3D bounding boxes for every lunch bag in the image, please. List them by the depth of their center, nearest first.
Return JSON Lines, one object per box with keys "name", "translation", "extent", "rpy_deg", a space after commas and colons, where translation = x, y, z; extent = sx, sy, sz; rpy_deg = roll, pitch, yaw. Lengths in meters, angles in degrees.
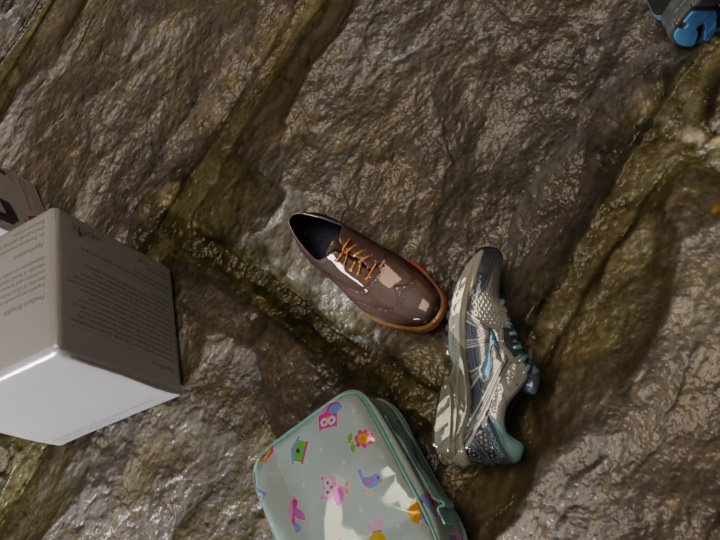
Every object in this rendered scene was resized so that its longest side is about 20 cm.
{"name": "lunch bag", "translation": [0.002, 0.220, 0.804], "extent": [0.160, 0.077, 0.201], "rpy_deg": [-38, 57, 12]}

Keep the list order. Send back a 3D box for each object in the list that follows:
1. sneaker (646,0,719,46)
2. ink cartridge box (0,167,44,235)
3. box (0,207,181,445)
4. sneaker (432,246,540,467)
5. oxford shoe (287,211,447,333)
{"name": "sneaker", "translation": [0.341, -0.299, 0.787], "extent": [0.200, 0.073, 0.082], "rpy_deg": [-41, 51, 24]}
{"name": "ink cartridge box", "translation": [-0.506, -0.079, 1.142], "extent": [0.084, 0.200, 0.145], "rpy_deg": [-40, 57, 11]}
{"name": "box", "translation": [-0.339, 0.072, 0.988], "extent": [0.198, 0.200, 0.172], "rpy_deg": [-23, 60, 21]}
{"name": "sneaker", "translation": [0.123, 0.079, 0.799], "extent": [0.086, 0.078, 0.202], "rpy_deg": [4, 81, 19]}
{"name": "oxford shoe", "translation": [0.000, 0.000, 0.889], "extent": [0.199, 0.073, 0.072], "rpy_deg": [30, 88, 35]}
